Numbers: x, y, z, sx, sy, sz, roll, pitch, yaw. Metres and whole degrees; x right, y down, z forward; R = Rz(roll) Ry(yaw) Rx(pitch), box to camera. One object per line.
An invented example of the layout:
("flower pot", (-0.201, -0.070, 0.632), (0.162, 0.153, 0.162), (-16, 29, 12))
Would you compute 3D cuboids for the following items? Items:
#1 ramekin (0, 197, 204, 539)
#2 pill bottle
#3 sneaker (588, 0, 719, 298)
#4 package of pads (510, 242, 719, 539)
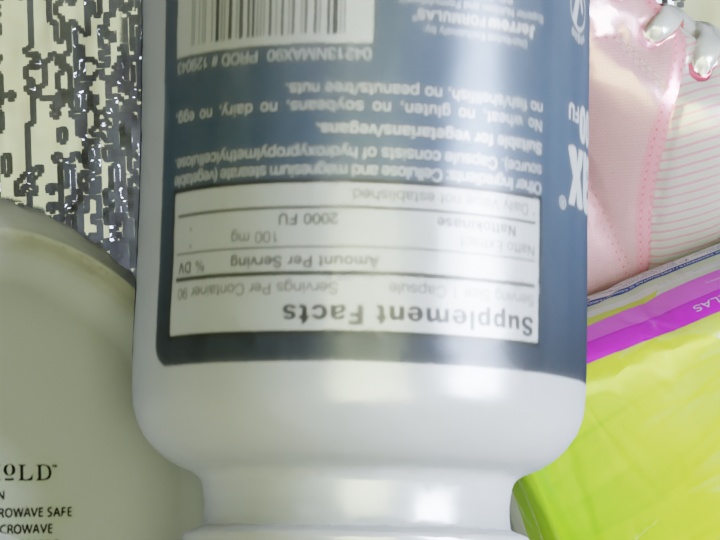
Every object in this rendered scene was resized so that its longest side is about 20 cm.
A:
("ramekin", (-0.127, 0.069, 0.697), (0.200, 0.105, 0.200), (4, 83, -42))
("pill bottle", (0.000, 0.000, 0.667), (0.120, 0.120, 0.200), (2, 83, -7))
("sneaker", (0.063, -0.082, 0.776), (0.105, 0.075, 0.200), (-12, 100, -2))
("package of pads", (0.124, 0.090, 0.770), (0.154, 0.068, 0.200), (-22, 109, -5))
